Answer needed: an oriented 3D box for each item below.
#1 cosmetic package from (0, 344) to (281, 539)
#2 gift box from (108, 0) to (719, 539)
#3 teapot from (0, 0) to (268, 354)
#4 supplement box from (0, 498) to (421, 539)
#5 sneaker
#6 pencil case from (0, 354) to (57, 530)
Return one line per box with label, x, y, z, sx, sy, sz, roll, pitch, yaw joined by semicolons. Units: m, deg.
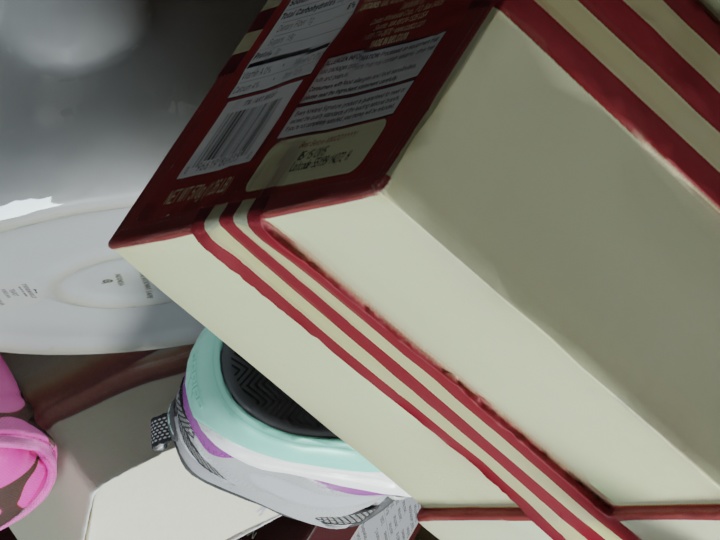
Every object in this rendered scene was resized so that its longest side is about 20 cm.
cosmetic package;-0.113;0.014;1.102;0.200;0.103;0.087;50;149;26
gift box;0.059;-0.006;0.813;0.187;0.200;0.184;39;163;-20
teapot;-0.077;-0.064;0.958;0.197;0.147;0.200;8;157;-40
supplement box;-0.090;0.082;1.203;0.197;0.200;0.133;25;158;18
sneaker;0.026;0.046;1.006;0.199;0.078;0.140;6;162;-17
pencil case;-0.190;0.013;1.031;0.200;0.093;0.091;53;161;24
